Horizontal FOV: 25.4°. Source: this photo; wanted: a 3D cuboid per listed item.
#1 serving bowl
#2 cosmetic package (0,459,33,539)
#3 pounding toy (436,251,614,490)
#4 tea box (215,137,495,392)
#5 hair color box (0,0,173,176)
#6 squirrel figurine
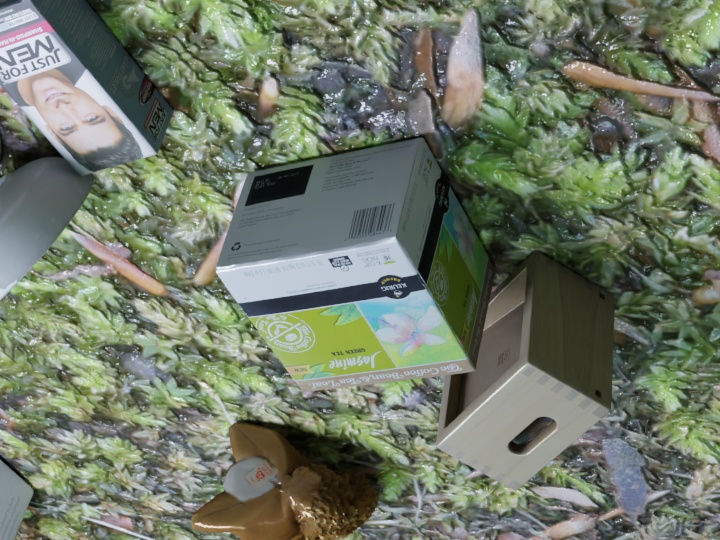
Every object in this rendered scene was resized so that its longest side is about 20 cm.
[{"bbox_3d":[-0.352,-0.041,1.574,0.066,0.201,0.199,43,134,-17],"label":"serving bowl"},{"bbox_3d":[-0.575,0.323,2.102,0.198,0.166,0.165,-11,135,31],"label":"cosmetic package"},{"bbox_3d":[0.171,0.112,1.607,0.141,0.185,0.200,29,131,-16],"label":"pounding toy"},{"bbox_3d":[0.000,0.000,1.548,0.198,0.135,0.197,-9,136,28],"label":"tea box"},{"bbox_3d":[-0.273,-0.184,1.480,0.098,0.061,0.200,-12,134,30],"label":"hair color box"},{"bbox_3d":[-0.079,0.294,1.928,0.198,0.143,0.187,2,146,20],"label":"squirrel figurine"}]
